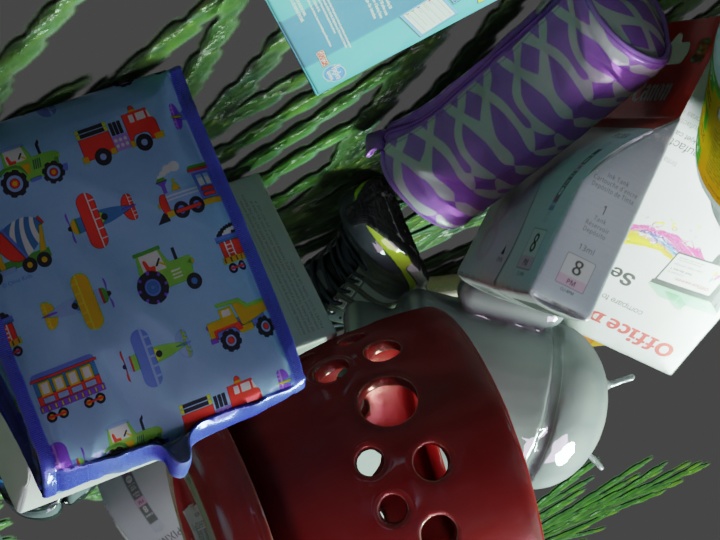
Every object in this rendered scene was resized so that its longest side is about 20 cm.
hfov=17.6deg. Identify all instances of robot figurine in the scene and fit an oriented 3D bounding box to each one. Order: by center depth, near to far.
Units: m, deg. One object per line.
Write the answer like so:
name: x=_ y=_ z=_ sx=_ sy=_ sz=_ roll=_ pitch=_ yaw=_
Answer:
robot figurine: x=0.079 y=0.080 z=1.546 sx=0.199 sy=0.113 sz=0.170 roll=13 pitch=122 yaw=-10

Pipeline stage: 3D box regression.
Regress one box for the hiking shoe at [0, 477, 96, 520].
hiking shoe: x=-0.162 y=0.078 z=1.507 sx=0.200 sy=0.074 sz=0.087 roll=-46 pitch=152 yaw=-6

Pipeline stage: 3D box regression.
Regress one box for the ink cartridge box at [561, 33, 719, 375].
ink cartridge box: x=0.201 y=-0.044 z=1.557 sx=0.144 sy=0.084 sz=0.200 roll=24 pitch=124 yaw=-18

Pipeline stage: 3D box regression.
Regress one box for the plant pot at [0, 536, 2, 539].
plant pot: x=-0.311 y=0.301 z=1.759 sx=0.199 sy=0.197 sz=0.200 roll=-24 pitch=163 yaw=-8

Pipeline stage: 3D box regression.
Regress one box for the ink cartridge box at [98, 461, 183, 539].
ink cartridge box: x=-0.098 y=0.148 z=1.608 sx=0.162 sy=0.201 sz=0.057 roll=-35 pitch=151 yaw=24

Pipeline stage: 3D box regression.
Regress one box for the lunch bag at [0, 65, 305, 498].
lunch bag: x=-0.128 y=0.015 z=1.228 sx=0.150 sy=0.201 sz=0.094 roll=-20 pitch=160 yaw=-19

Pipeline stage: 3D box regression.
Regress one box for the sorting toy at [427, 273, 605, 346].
sorting toy: x=0.134 y=0.033 z=1.813 sx=0.184 sy=0.037 sz=0.200 roll=-6 pitch=165 yaw=3

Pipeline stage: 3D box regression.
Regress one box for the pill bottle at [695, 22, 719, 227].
pill bottle: x=0.254 y=-0.084 z=1.369 sx=0.110 sy=0.112 sz=0.200 roll=-24 pitch=158 yaw=-7

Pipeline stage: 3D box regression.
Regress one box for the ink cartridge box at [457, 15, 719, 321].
ink cartridge box: x=0.138 y=-0.071 z=1.422 sx=0.163 sy=0.057 sz=0.201 roll=-164 pitch=-84 yaw=-77

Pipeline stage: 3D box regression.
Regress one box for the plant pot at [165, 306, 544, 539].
plant pot: x=-0.008 y=0.143 z=1.366 sx=0.181 sy=0.201 sz=0.201 roll=-20 pitch=161 yaw=-13

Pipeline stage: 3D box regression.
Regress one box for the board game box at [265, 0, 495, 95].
board game box: x=0.042 y=-0.178 z=1.187 sx=0.199 sy=0.047 sz=0.151 roll=-28 pitch=162 yaw=1

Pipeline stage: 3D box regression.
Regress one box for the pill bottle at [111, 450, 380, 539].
pill bottle: x=-0.079 y=0.155 z=1.700 sx=0.199 sy=0.113 sz=0.112 roll=-1 pitch=179 yaw=36

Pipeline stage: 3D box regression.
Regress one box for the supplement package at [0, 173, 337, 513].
supplement package: x=-0.136 y=0.044 z=1.425 sx=0.199 sy=0.120 sz=0.121 roll=-20 pitch=161 yaw=-23

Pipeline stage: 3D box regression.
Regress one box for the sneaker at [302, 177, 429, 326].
sneaker: x=0.000 y=0.000 z=1.583 sx=0.080 sy=0.074 sz=0.200 roll=-22 pitch=160 yaw=-3

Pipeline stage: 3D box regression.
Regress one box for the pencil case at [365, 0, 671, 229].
pencil case: x=0.098 y=-0.107 z=1.413 sx=0.085 sy=0.084 sz=0.200 roll=30 pitch=126 yaw=-27
